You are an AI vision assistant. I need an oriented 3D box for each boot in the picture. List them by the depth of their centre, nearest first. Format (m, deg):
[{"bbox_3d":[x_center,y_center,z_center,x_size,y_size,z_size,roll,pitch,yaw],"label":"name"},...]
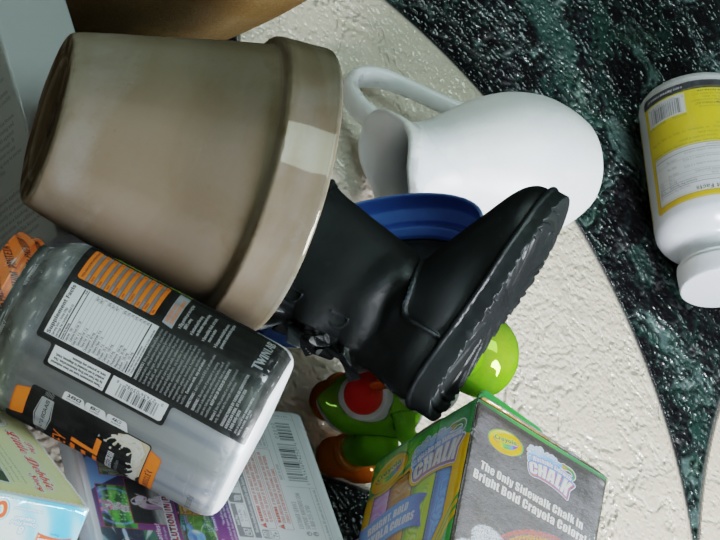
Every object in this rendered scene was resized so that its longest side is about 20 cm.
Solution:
[{"bbox_3d":[0.030,-0.008,1.537,0.162,0.073,0.199,32,82,18],"label":"boot"}]

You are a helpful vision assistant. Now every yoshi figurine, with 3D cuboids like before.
[{"bbox_3d":[0.048,0.087,1.640,0.112,0.200,0.112,43,52,-7],"label":"yoshi figurine"}]

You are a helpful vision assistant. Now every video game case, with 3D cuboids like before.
[{"bbox_3d":[-0.102,0.160,1.460,0.181,0.023,0.201,7,36,-24],"label":"video game case"}]

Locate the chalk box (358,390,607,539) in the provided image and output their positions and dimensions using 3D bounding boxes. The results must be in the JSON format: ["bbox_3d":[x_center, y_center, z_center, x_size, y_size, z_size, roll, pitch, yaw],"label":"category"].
[{"bbox_3d":[0.081,0.179,1.521,0.124,0.124,0.201,33,46,-20],"label":"chalk box"}]

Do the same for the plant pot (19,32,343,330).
[{"bbox_3d":[-0.128,-0.076,1.470,0.172,0.200,0.201,16,55,-16],"label":"plant pot"}]

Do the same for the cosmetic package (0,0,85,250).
[{"bbox_3d":[-0.239,-0.097,1.570,0.071,0.101,0.201,-4,70,-44],"label":"cosmetic package"}]

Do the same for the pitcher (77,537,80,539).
[{"bbox_3d":[-0.238,0.193,1.407,0.199,0.121,0.172,9,42,-50],"label":"pitcher"}]

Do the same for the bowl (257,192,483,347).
[{"bbox_3d":[0.000,0.000,1.667,0.200,0.200,0.040,-39,121,-46],"label":"bowl"}]

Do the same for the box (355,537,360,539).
[{"bbox_3d":[0.060,0.272,1.614,0.199,0.109,0.129,9,60,-38],"label":"box"}]

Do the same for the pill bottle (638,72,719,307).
[{"bbox_3d":[0.322,-0.073,2.041,0.112,0.112,0.201,16,57,-34],"label":"pill bottle"}]

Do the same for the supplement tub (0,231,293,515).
[{"bbox_3d":[-0.154,0.062,1.427,0.199,0.123,0.123,28,47,2],"label":"supplement tub"}]

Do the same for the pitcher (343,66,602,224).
[{"bbox_3d":[0.090,-0.106,1.856,0.199,0.121,0.172,-2,52,-29],"label":"pitcher"}]

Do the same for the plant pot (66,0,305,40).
[{"bbox_3d":[-0.138,-0.242,1.671,0.186,0.200,0.187,20,55,-32],"label":"plant pot"}]

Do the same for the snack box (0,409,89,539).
[{"bbox_3d":[-0.260,0.108,1.392,0.116,0.037,0.200,16,14,-34],"label":"snack box"}]
